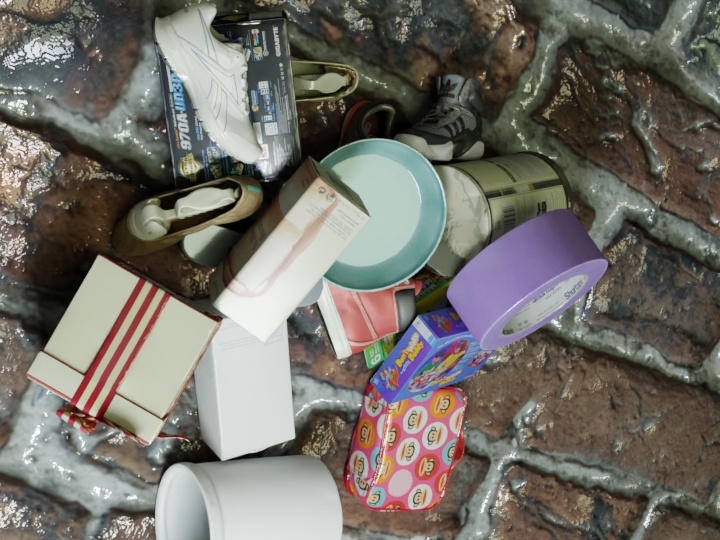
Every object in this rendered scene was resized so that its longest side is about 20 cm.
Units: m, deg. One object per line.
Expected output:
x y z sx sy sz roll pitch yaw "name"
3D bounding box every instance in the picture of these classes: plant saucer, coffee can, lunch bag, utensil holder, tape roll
0.010 -0.072 1.635 0.199 0.036 0.201 -5 110 -15 "plant saucer"
0.173 -0.080 1.749 0.200 0.146 0.147 -12 114 -46 "coffee can"
0.077 0.249 1.877 0.176 0.082 0.201 7 102 -34 "lunch bag"
-0.147 0.332 1.716 0.199 0.170 0.171 0 107 -33 "utensil holder"
0.218 0.013 1.692 0.199 0.085 0.200 -29 161 -11 "tape roll"

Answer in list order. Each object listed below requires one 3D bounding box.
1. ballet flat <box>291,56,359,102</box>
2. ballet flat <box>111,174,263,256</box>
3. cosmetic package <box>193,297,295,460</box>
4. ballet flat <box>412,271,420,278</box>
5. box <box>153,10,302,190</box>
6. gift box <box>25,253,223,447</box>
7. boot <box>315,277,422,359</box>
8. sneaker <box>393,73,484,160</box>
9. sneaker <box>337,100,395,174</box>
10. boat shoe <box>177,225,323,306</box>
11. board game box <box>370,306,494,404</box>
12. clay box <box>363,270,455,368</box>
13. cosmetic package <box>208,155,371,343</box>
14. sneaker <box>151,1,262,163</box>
-0.090 -0.238 1.612 0.199 0.069 0.070 -6 110 -30 "ballet flat"
-0.214 -0.070 1.544 0.199 0.072 0.068 -15 80 8 "ballet flat"
-0.155 0.134 1.695 0.112 0.081 0.201 -12 114 -28 "cosmetic package"
0.057 -0.061 1.785 0.066 0.057 0.201 -27 127 -43 "ballet flat"
-0.156 -0.203 1.556 0.158 0.046 0.201 -6 112 -1 "box"
-0.264 0.106 1.516 0.200 0.185 0.187 31 88 2 "gift box"
0.000 0.000 1.715 0.144 0.072 0.201 -22 101 -7 "boot"
0.105 -0.205 1.720 0.200 0.075 0.114 -7 103 -59 "sneaker"
-0.002 -0.131 1.666 0.077 0.082 0.201 16 80 -23 "sneaker"
-0.143 -0.011 1.643 0.199 0.068 0.074 18 92 -21 "boat shoe"
0.121 0.107 1.794 0.200 0.045 0.135 -11 143 -49 "board game box"
0.093 0.063 1.827 0.200 0.048 0.115 -33 137 -20 "clay box"
-0.088 -0.026 1.551 0.087 0.103 0.200 36 99 -20 "cosmetic package"
-0.161 -0.215 1.490 0.087 0.075 0.200 -28 111 3 "sneaker"
